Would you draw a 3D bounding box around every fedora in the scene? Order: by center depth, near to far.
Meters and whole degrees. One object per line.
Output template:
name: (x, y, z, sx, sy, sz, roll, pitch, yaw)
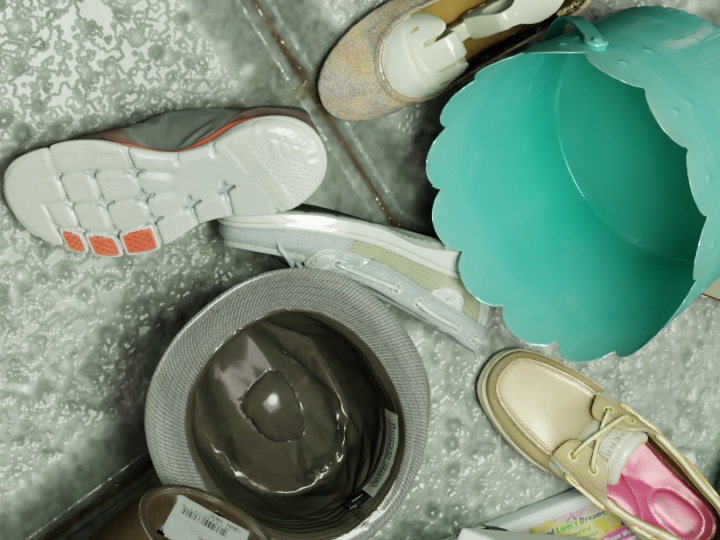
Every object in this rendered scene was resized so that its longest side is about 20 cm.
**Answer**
fedora: (-0.053, 0.083, 1.575, 0.177, 0.090, 0.200, -45, 116, -5)

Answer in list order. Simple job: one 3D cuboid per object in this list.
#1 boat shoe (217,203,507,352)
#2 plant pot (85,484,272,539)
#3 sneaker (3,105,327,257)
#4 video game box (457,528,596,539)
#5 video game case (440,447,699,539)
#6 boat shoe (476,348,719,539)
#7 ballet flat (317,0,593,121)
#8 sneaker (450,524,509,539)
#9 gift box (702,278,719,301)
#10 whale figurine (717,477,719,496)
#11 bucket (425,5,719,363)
boat shoe: (0.000, 0.000, 1.598, 0.202, 0.074, 0.065, 15, 91, -28)
plant pot: (-0.132, 0.231, 1.498, 0.187, 0.187, 0.200, 20, 115, -21)
sneaker: (-0.117, -0.062, 1.550, 0.200, 0.082, 0.077, -6, 114, 4)
video game box: (0.094, 0.258, 1.608, 0.200, 0.047, 0.182, 15, 97, -60)
video game case: (0.158, 0.238, 1.722, 0.200, 0.024, 0.182, -19, 105, -14)
boat shoe: (0.167, 0.119, 1.663, 0.200, 0.069, 0.074, 37, 78, -9)
ballet flat: (0.065, -0.154, 1.594, 0.200, 0.067, 0.068, -31, 108, -11)
sneaker: (0.051, 0.262, 1.637, 0.070, 0.090, 0.200, 31, 99, -12)
gift box: (0.328, -0.077, 1.631, 0.200, 0.184, 0.187, -21, 117, -39)
whale figurine: (0.322, 0.136, 1.735, 0.200, 0.104, 0.159, -43, 112, -34)
bucket: (0.156, -0.061, 1.556, 0.135, 0.207, 0.208, -31, 112, -46)
